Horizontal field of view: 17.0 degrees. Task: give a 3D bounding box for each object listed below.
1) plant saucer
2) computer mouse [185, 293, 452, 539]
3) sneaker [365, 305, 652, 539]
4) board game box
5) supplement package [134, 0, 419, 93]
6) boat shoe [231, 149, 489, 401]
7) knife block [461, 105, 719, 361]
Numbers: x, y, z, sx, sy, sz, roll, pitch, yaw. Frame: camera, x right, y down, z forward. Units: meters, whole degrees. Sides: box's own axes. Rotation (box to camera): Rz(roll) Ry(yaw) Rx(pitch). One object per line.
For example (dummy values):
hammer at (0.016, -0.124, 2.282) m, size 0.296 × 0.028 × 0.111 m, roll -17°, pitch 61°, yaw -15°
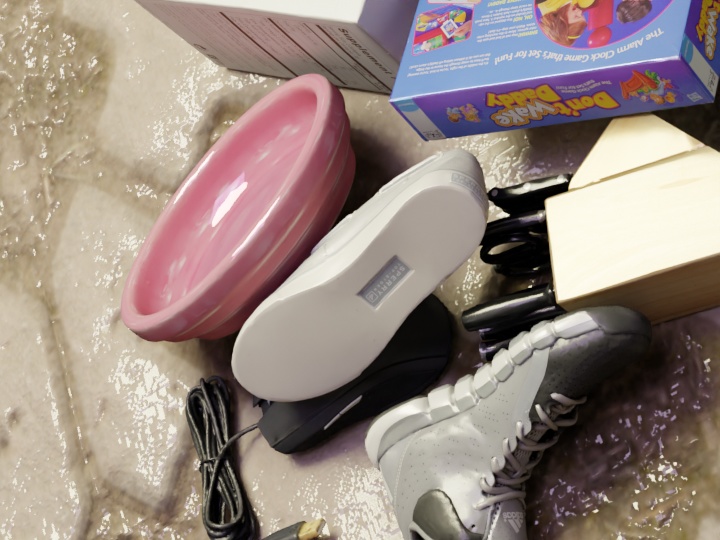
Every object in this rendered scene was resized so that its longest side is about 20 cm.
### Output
plant saucer at (-0.070, -0.031, 1.518) m, size 0.200 × 0.051 × 0.201 m, roll -44°, pitch 20°, yaw 21°
computer mouse at (-0.030, 0.094, 1.481) m, size 0.199 × 0.046 × 0.141 m, roll -24°, pitch 57°, yaw 24°
sneaker at (0.097, 0.108, 1.380) m, size 0.199 × 0.075 × 0.116 m, roll -31°, pitch 59°, yaw 32°
board game box at (0.123, -0.154, 1.421) m, size 0.199 × 0.045 × 0.135 m, roll -5°, pitch 56°, yaw 36°
supplement package at (-0.031, -0.196, 1.563) m, size 0.199 × 0.117 × 0.118 m, roll 11°, pitch 74°, yaw 37°
boat shoe at (0.000, 0.000, 1.433) m, size 0.200 × 0.072 × 0.069 m, roll -48°, pitch 12°, yaw 28°
knife block at (0.151, 0.002, 1.386) m, size 0.200 × 0.064 × 0.176 m, roll 35°, pitch 92°, yaw 39°
